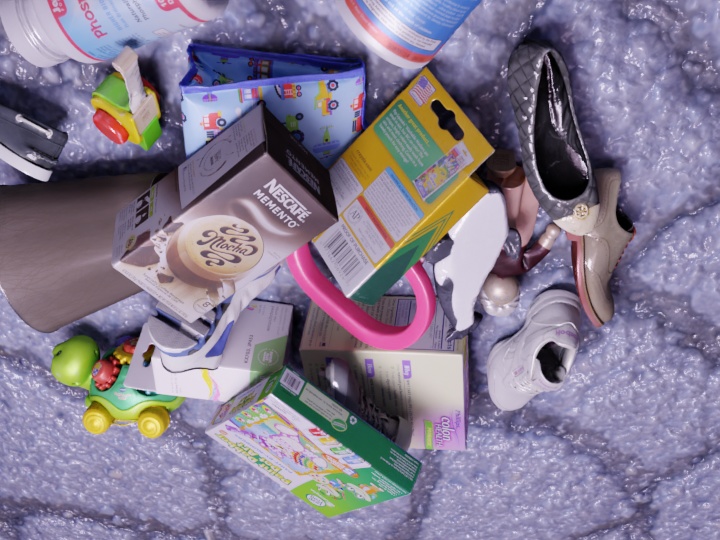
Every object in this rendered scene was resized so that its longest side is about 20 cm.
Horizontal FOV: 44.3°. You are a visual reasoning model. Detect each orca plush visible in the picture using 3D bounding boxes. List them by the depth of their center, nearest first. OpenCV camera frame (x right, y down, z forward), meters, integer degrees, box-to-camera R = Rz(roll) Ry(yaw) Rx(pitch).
[{"bbox_3d":[0.114,-0.023,0.944,0.103,0.072,0.202,-18,134,-3],"label":"orca plush"}]

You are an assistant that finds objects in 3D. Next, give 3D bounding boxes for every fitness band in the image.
[{"bbox_3d":[0.000,0.000,0.990,0.199,0.037,0.145,41,132,9],"label":"fitness band"}]

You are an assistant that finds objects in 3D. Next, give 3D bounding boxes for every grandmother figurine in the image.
[{"bbox_3d":[0.157,-0.033,0.969,0.118,0.061,0.203,10,130,14],"label":"grandmother figurine"}]

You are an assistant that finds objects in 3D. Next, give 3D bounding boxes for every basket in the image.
[{"bbox_3d":[-0.296,-0.032,1.005,0.196,0.137,0.184,-11,114,15],"label":"basket"}]

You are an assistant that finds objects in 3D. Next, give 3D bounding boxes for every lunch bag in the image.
[{"bbox_3d":[-0.077,-0.141,0.906,0.195,0.095,0.153,0,130,-4],"label":"lunch bag"}]

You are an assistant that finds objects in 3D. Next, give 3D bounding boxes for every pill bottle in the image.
[{"bbox_3d":[0.074,-0.276,0.732,0.111,0.114,0.200,32,130,-18],"label":"pill bottle"},{"bbox_3d":[-0.226,-0.256,0.807,0.196,0.110,0.110,-14,128,21],"label":"pill bottle"}]

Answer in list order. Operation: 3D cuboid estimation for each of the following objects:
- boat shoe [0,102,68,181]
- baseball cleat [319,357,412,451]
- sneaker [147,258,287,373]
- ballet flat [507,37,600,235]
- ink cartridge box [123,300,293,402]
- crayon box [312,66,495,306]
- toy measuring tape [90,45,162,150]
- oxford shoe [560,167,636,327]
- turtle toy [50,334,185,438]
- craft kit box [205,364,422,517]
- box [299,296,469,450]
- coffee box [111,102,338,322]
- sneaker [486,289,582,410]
[{"bbox_3d":[-0.405,-0.174,0.947,0.198,0.076,0.061,33,92,-6],"label":"boat shoe"},{"bbox_3d":[0.009,0.169,1.045,0.104,0.071,0.202,-1,141,4],"label":"baseball cleat"},{"bbox_3d":[-0.171,0.044,1.014,0.080,0.200,0.116,33,143,10],"label":"sneaker"},{"bbox_3d":[0.187,-0.122,0.850,0.065,0.057,0.203,-25,110,-3],"label":"ballet flat"},{"bbox_3d":[-0.187,0.094,1.096,0.195,0.119,0.068,6,134,-1],"label":"ink cartridge box"},{"bbox_3d":[0.037,-0.081,0.875,0.200,0.127,0.051,-44,149,17],"label":"crayon box"},{"bbox_3d":[-0.239,-0.178,0.876,0.072,0.075,0.200,14,164,-2],"label":"toy measuring tape"},{"bbox_3d":[0.263,-0.020,0.953,0.073,0.071,0.202,-12,129,13],"label":"oxford shoe"},{"bbox_3d":[-0.312,0.139,1.164,0.195,0.146,0.103,3,110,6],"label":"turtle toy"},{"bbox_3d":[-0.060,0.205,1.025,0.199,0.049,0.197,37,147,-13],"label":"craft kit box"},{"bbox_3d":[0.036,0.128,1.105,0.195,0.098,0.179,1,131,10],"label":"box"},{"bbox_3d":[-0.132,-0.052,0.864,0.198,0.081,0.113,-33,131,20],"label":"coffee box"},{"bbox_3d":[0.203,0.115,1.061,0.073,0.101,0.202,15,134,-6],"label":"sneaker"}]
